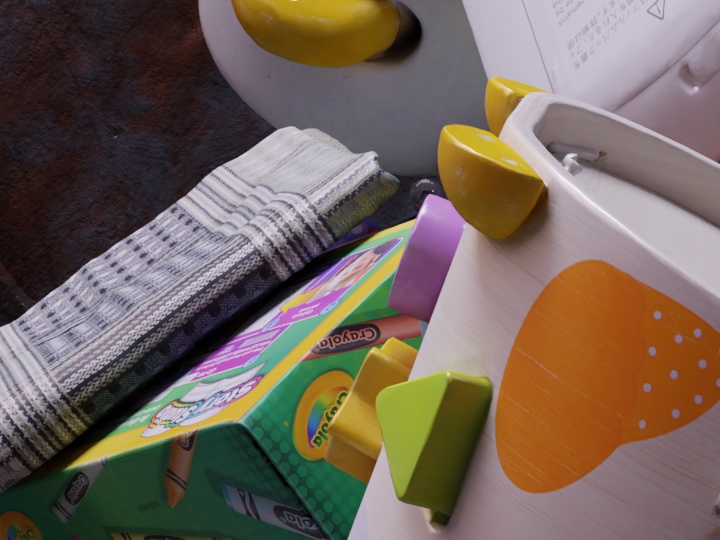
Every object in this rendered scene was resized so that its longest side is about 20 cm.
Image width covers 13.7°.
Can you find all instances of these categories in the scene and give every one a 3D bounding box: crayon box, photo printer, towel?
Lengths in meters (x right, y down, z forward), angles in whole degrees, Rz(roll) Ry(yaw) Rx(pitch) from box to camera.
[{"bbox_3d":[-0.036,0.051,0.999,0.119,0.058,0.200,-43,13,-32],"label":"crayon box"},{"bbox_3d":[0.103,-0.119,0.977,0.069,0.201,0.166,19,-50,-37],"label":"photo printer"},{"bbox_3d":[-0.081,0.008,1.073,0.192,0.035,0.200,-37,9,-4],"label":"towel"}]

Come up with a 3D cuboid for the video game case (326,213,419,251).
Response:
[{"bbox_3d":[0.000,0.000,1.250,0.199,0.023,0.182,-23,2,25],"label":"video game case"}]

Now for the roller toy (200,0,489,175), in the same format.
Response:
[{"bbox_3d":[0.024,-0.148,1.327,0.199,0.183,0.140,-3,-44,-19],"label":"roller toy"}]

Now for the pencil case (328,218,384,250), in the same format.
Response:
[{"bbox_3d":[-0.039,0.063,1.402,0.201,0.087,0.078,-58,25,-18],"label":"pencil case"}]

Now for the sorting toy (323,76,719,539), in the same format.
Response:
[{"bbox_3d":[0.032,0.056,0.756,0.181,0.107,0.200,-60,-3,12],"label":"sorting toy"}]
